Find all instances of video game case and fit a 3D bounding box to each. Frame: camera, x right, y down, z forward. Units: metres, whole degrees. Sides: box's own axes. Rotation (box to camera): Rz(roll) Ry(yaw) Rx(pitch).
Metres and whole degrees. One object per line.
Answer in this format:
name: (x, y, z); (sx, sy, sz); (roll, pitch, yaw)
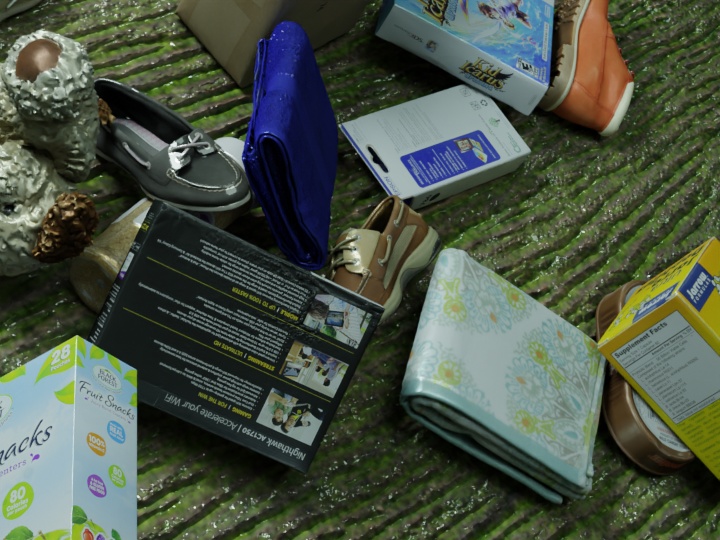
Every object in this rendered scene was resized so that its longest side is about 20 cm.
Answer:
video game case: (0.114, -0.269, 1.606); (0.181, 0.045, 0.200); (25, 37, -11)

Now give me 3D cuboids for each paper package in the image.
paper package: (-0.054, -0.295, 1.448); (0.103, 0.200, 0.191); (48, 49, 9)

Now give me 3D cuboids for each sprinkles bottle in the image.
sprinkles bottle: (-0.158, -0.038, 1.292); (0.068, 0.068, 0.200); (42, 48, 4)

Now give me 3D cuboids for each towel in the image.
towel: (0.131, 0.095, 1.358); (0.200, 0.048, 0.171); (34, 45, -19)
towel: (-0.062, -0.112, 1.348); (0.050, 0.148, 0.200); (-9, 37, 11)

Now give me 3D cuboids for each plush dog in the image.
plush dog: (-0.268, -0.080, 1.208); (0.160, 0.200, 0.172); (28, 67, -55)

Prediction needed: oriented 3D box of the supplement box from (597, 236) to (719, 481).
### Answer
supplement box: (0.335, 0.090, 1.399); (0.200, 0.109, 0.110); (47, 43, -3)

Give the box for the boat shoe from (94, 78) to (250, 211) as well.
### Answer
boat shoe: (-0.169, -0.106, 1.279); (0.067, 0.057, 0.200); (-31, 42, -32)

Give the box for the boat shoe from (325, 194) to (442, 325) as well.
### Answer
boat shoe: (0.000, 0.000, 1.343); (0.074, 0.076, 0.200); (56, 37, -12)

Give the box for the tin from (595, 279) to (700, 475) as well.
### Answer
tin: (0.280, 0.098, 1.456); (0.112, 0.042, 0.200); (26, 47, -29)

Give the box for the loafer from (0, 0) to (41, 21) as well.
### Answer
loafer: (-0.322, -0.267, 1.364); (0.076, 0.068, 0.200); (35, 47, -3)

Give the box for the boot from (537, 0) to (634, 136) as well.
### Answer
boot: (0.254, -0.235, 1.674); (0.107, 0.075, 0.200); (26, 57, -15)

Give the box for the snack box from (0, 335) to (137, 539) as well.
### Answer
snack box: (-0.230, 0.167, 1.023); (0.068, 0.169, 0.200); (38, 33, -41)

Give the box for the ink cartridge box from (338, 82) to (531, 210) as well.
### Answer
ink cartridge box: (0.068, -0.120, 1.501); (0.200, 0.039, 0.099); (-20, 70, -40)

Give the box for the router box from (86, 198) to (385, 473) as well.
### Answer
router box: (-0.102, 0.052, 1.208); (0.200, 0.051, 0.149); (26, 88, -17)
